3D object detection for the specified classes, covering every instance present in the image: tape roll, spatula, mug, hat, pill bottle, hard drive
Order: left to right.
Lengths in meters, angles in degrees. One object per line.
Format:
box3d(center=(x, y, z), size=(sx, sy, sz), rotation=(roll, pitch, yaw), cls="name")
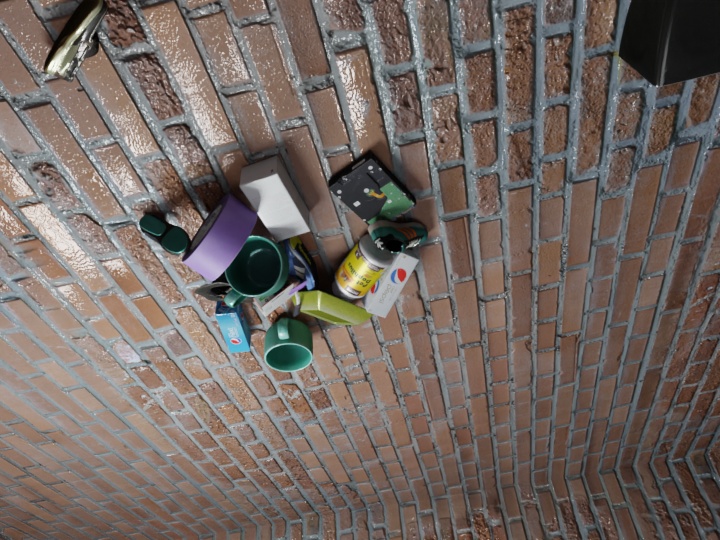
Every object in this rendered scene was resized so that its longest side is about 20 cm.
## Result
box3d(center=(-0.341, -0.081, 1.427), size=(0.085, 0.201, 0.200), rotation=(36, 125, -21), cls="tape roll")
box3d(center=(-0.364, 0.033, 1.642), size=(0.197, 0.082, 0.201), rotation=(1, 164, 0), cls="hat")
box3d(center=(-0.273, -0.003, 1.517), size=(0.183, 0.154, 0.114), rotation=(-19, 176, 7), cls="mug")
box3d(center=(-0.217, 0.216, 1.831), size=(0.150, 0.115, 0.186), rotation=(18, 133, -24), cls="mug")
box3d(center=(-0.178, 0.083, 1.658), size=(0.056, 0.021, 0.201), rotation=(-31, 157, -25), cls="spatula")
box3d(center=(0.000, 0.000, 1.632), size=(0.108, 0.110, 0.200), rotation=(18, 133, -24), cls="pill bottle")
box3d(center=(0.032, -0.194, 1.476), size=(0.139, 0.038, 0.200), rotation=(-31, 132, 25), cls="hard drive")

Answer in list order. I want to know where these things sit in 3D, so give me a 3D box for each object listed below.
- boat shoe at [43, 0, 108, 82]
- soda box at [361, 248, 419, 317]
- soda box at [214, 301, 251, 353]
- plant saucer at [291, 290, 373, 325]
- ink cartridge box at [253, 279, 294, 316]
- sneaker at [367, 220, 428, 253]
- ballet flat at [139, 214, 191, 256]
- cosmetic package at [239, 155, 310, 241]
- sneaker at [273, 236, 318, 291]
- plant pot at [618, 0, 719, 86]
box3d(center=(-0.532, -0.441, 1.126), size=(0.199, 0.074, 0.064), rotation=(-31, 144, 30), cls="boat shoe")
box3d(center=(0.082, 0.028, 1.658), size=(0.067, 0.064, 0.202), rotation=(19, 111, -27), cls="soda box")
box3d(center=(-0.389, 0.169, 1.809), size=(0.067, 0.065, 0.202), rotation=(-5, 138, 0), cls="soda box")
box3d(center=(-0.090, 0.116, 1.720), size=(0.198, 0.049, 0.199), rotation=(23, 165, -28), cls="plant saucer")
box3d(center=(-0.238, 0.066, 1.621), size=(0.109, 0.051, 0.200), rotation=(-38, 175, -11), cls="ink cartridge box")
box3d(center=(0.107, -0.079, 1.547), size=(0.198, 0.081, 0.071), rotation=(1, 150, -39), cls="sneaker")
box3d(center=(-0.471, -0.080, 1.462), size=(0.073, 0.199, 0.074), rotation=(-34, 140, -36), cls="ballet flat")
box3d(center=(-0.206, -0.172, 1.448), size=(0.100, 0.072, 0.201), rotation=(-16, 137, 11), cls="cosmetic package")
box3d(center=(-0.176, -0.013, 1.630), size=(0.081, 0.074, 0.201), rotation=(-18, 128, 13), cls="sneaker")
box3d(center=(0.624, -0.490, 1.116), size=(0.196, 0.201, 0.179), rotation=(-11, 125, 7), cls="plant pot")
